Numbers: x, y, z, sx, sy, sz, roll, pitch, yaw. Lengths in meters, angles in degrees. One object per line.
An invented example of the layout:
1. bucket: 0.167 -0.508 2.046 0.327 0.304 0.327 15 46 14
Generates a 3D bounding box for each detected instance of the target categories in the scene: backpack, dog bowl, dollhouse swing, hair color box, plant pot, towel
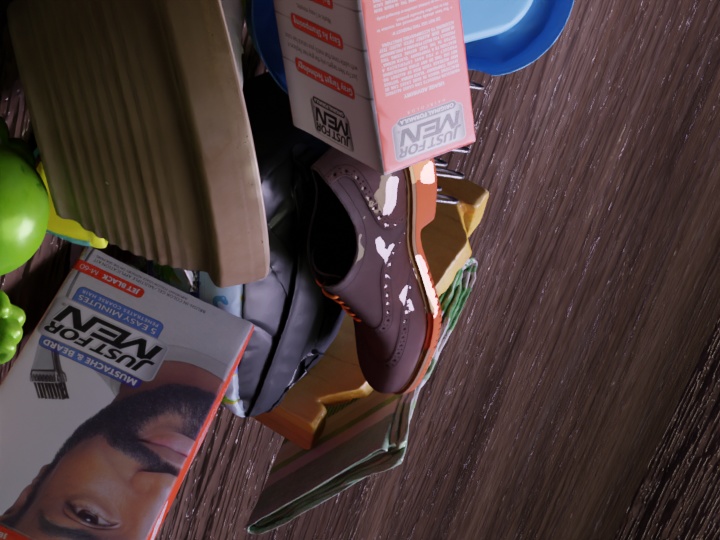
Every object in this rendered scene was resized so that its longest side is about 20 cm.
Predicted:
1. backpack: -0.066 -0.010 1.165 0.163 0.152 0.202 -45 138 -47
2. dog bowl: 0.025 -0.158 1.072 0.198 0.050 0.113 -16 106 -18
3. dollhouse swing: -0.010 0.035 1.339 0.201 0.181 0.176 -52 149 -17
4. hair color box: -0.002 -0.161 0.959 0.061 0.101 0.202 -20 118 -24
5. plant pot: -0.109 -0.085 0.886 0.092 0.203 0.202 -13 150 -7
6. towel: 0.004 0.082 1.297 0.152 0.023 0.201 -33 -157 40
7. hair color box: -0.145 0.089 1.038 0.064 0.110 0.201 116 -2 -46

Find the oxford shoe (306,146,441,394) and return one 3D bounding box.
1. oxford shoe: 0.000 0.000 1.105 0.072 0.071 0.202 -27 134 -25

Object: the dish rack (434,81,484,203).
1. dish rack: 0.029 -0.100 1.208 0.054 0.153 0.202 6 106 -23

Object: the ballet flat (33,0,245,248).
1. ballet flat: -0.103 -0.096 1.015 0.201 0.067 0.067 -55 163 -12

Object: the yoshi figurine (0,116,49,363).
1. yoshi figurine: -0.210 0.010 0.852 0.201 0.111 0.113 -55 156 -17
